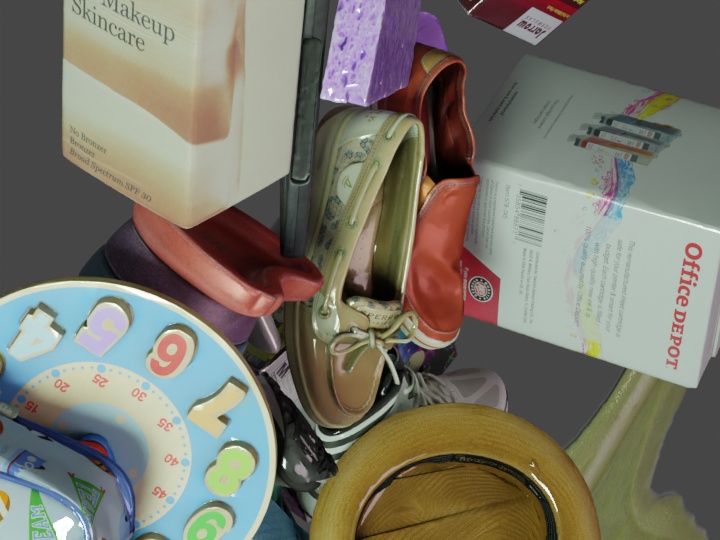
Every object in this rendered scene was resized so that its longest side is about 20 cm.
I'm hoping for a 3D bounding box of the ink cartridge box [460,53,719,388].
[{"bbox_3d":[0.178,-0.037,1.429,0.145,0.199,0.146,-53,155,-45],"label":"ink cartridge box"}]

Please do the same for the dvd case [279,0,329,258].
[{"bbox_3d":[-0.031,-0.128,1.141,0.143,0.017,0.201,-93,-172,-53],"label":"dvd case"}]

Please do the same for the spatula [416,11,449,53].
[{"bbox_3d":[0.044,-0.099,1.374,0.056,0.021,0.200,-38,148,-15],"label":"spatula"}]

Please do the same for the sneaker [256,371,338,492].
[{"bbox_3d":[-0.077,0.102,1.210,0.079,0.200,0.074,-40,112,-15],"label":"sneaker"}]

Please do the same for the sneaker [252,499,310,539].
[{"bbox_3d":[-0.094,0.218,1.346,0.130,0.080,0.200,-25,132,12],"label":"sneaker"}]

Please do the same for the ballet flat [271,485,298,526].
[{"bbox_3d":[-0.081,0.163,1.389,0.070,0.067,0.201,-24,142,-10],"label":"ballet flat"}]

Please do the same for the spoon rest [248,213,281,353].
[{"bbox_3d":[-0.023,-0.021,1.303,0.200,0.060,0.100,-43,122,-38],"label":"spoon rest"}]

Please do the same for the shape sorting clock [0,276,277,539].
[{"bbox_3d":[-0.145,0.098,1.098,0.039,0.199,0.201,-75,179,-63],"label":"shape sorting clock"}]

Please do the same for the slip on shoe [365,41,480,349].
[{"bbox_3d":[0.045,-0.047,1.288,0.074,0.061,0.201,-13,103,-48],"label":"slip on shoe"}]

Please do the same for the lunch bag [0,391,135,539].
[{"bbox_3d":[-0.212,0.160,1.077,0.076,0.159,0.201,-48,157,-64],"label":"lunch bag"}]

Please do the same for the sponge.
[{"bbox_3d":[0.012,-0.156,1.150,0.200,0.030,0.112,-47,146,-79],"label":"sponge"}]

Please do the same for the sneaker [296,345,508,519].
[{"bbox_3d":[0.042,0.095,1.416,0.200,0.076,0.116,-29,141,-39],"label":"sneaker"}]

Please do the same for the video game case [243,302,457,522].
[{"bbox_3d":[-0.006,0.059,1.426,0.181,0.036,0.200,-47,149,-22],"label":"video game case"}]

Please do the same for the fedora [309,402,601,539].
[{"bbox_3d":[0.061,0.187,1.365,0.201,0.200,0.082,-52,180,-14],"label":"fedora"}]

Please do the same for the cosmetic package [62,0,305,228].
[{"bbox_3d":[-0.092,-0.137,1.040,0.087,0.103,0.201,-32,140,-41],"label":"cosmetic package"}]

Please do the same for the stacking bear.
[{"bbox_3d":[-0.130,0.057,1.155,0.201,0.114,0.121,-56,170,15],"label":"stacking bear"}]

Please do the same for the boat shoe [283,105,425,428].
[{"bbox_3d":[0.000,0.000,1.236,0.073,0.062,0.201,-4,98,-50],"label":"boat shoe"}]

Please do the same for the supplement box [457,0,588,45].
[{"bbox_3d":[0.151,-0.239,1.295,0.200,0.061,0.109,-40,157,21],"label":"supplement box"}]
